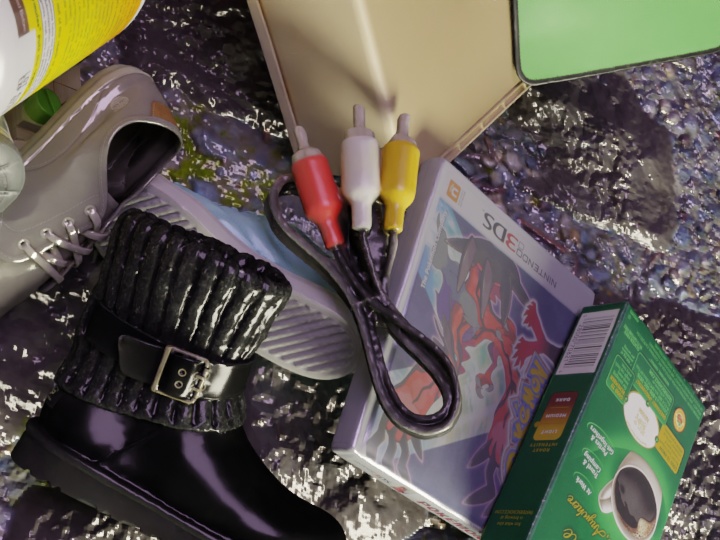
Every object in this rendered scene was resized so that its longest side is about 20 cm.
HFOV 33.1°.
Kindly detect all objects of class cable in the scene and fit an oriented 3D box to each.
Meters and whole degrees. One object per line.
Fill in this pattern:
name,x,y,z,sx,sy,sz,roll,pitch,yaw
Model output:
cable,0.000,0.000,0.693,0.097,0.050,0.201,-9,64,-6

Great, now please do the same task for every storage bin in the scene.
storage bin,0.031,-0.187,0.792,0.199,0.093,0.201,-44,133,-34

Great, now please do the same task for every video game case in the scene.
video game case,0.075,0.059,0.773,0.182,0.023,0.201,37,61,-36

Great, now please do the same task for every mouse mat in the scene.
mouse mat,0.173,-0.228,0.796,0.160,0.008,0.201,-11,118,-7

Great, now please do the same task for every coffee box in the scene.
coffee box,0.157,0.133,0.799,0.123,0.044,0.200,48,54,-29

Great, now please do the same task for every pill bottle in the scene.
pill bottle,-0.175,-0.148,0.602,0.109,0.109,0.200,41,32,-7

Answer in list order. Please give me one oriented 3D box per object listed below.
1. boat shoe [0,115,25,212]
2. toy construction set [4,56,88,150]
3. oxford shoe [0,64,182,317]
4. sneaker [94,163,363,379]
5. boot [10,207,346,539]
boat shoe,-0.268,-0.029,0.618,0.201,0.074,0.065,-30,56,4
toy construction set,-0.222,-0.119,0.697,0.131,0.092,0.201,18,68,-46
oxford shoe,-0.171,-0.026,0.665,0.058,0.075,0.200,36,81,21
sneaker,-0.080,-0.008,0.752,0.200,0.074,0.082,35,28,-5
boot,-0.070,0.075,0.668,0.211,0.079,0.158,29,87,-14
